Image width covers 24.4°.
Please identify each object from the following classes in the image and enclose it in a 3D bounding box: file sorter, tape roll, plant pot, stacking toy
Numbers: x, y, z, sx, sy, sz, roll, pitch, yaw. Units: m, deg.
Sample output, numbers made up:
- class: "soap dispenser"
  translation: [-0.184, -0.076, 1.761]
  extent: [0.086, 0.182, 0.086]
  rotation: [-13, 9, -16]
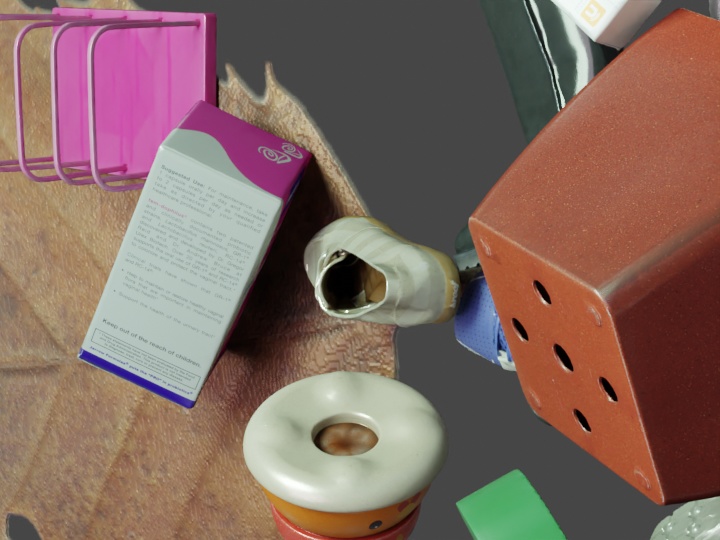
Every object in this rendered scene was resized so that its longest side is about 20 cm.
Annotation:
- class: "file sorter"
  translation: [-0.230, -0.142, 1.359]
  extent: [0.200, 0.125, 0.139]
  rotation: [10, 104, 42]
- class: "tape roll"
  translation: [0.128, 0.222, 1.042]
  extent: [0.048, 0.200, 0.200]
  rotation: [-29, 72, -1]
- class: "plant pot"
  translation: [0.175, 0.005, 0.880]
  extent: [0.200, 0.176, 0.200]
  rotation: [38, 152, 57]
- class: "stacking toy"
  translation: [-0.008, 0.188, 1.227]
  extent: [0.146, 0.146, 0.200]
  rotation: [29, 135, 37]

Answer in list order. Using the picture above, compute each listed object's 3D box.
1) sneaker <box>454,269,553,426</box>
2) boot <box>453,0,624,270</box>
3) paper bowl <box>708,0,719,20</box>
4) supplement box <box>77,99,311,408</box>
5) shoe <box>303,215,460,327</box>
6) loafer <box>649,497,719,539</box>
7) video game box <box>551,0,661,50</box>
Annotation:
- class: "sneaker"
  translation: [0.128, 0.044, 1.057]
  extent: [0.199, 0.115, 0.081]
  rotation: [17, 107, 41]
- class: "boot"
  translation: [0.104, -0.115, 1.088]
  extent: [0.165, 0.066, 0.200]
  rotation: [-22, 84, 35]
- class: "paper bowl"
  translation: [0.279, -0.150, 0.894]
  extent: [0.201, 0.104, 0.201]
  rotation: [9, 103, 41]
- class: "supplement box"
  translation: [-0.127, -0.012, 1.275]
  extent: [0.103, 0.101, 0.200]
  rotation: [24, 119, 1]
- class: "shoe"
  translation: [0.000, 0.000, 1.179]
  extent: [0.200, 0.053, 0.070]
  rotation: [13, 108, 63]
- class: "loafer"
  translation: [0.258, 0.149, 0.993]
  extent: [0.070, 0.070, 0.200]
  rotation: [40, 132, -12]
- class: "video game box"
  translation: [0.139, -0.257, 0.930]
  extent: [0.182, 0.047, 0.200]
  rotation: [46, 114, 21]
